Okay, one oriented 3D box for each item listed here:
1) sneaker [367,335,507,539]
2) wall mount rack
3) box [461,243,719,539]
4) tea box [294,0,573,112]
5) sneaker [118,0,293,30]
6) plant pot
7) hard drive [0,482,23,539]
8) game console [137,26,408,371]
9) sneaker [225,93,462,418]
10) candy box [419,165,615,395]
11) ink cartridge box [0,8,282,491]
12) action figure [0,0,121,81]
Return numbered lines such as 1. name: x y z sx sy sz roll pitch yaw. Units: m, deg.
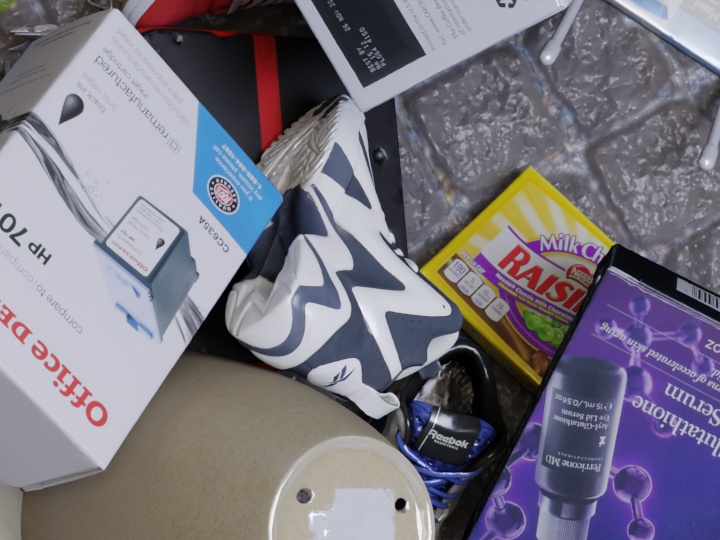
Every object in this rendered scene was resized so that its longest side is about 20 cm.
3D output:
1. sneaker: 0.026 0.119 1.263 0.080 0.115 0.200 22 78 -5
2. wall mount rack: 0.195 -0.158 1.359 0.200 0.075 0.174 33 77 -3
3. box: 0.159 0.108 1.222 0.148 0.104 0.200 26 101 4
4. tea box: 0.030 -0.224 1.191 0.133 0.197 0.200 -25 103 25
5. sneaker: -0.043 -0.173 1.308 0.200 0.071 0.113 -40 89 -27
6. plant pot: -0.051 0.131 1.132 0.187 0.200 0.188 3 85 -30
7. hard drive: -0.253 0.210 1.244 0.200 0.026 0.132 -39 89 -14
8. game console: -0.051 -0.041 1.286 0.176 0.031 0.201 -1 82 -31
9. sneaker: 0.000 0.000 1.226 0.079 0.199 0.130 -34 119 25
10. candy box: 0.138 0.038 1.320 0.200 0.026 0.102 43 72 12
11. ink cartridge box: -0.151 -0.011 1.131 0.146 0.086 0.200 48 51 -23
12. action figure: -0.151 -0.073 1.288 0.130 0.069 0.201 4 77 -5
